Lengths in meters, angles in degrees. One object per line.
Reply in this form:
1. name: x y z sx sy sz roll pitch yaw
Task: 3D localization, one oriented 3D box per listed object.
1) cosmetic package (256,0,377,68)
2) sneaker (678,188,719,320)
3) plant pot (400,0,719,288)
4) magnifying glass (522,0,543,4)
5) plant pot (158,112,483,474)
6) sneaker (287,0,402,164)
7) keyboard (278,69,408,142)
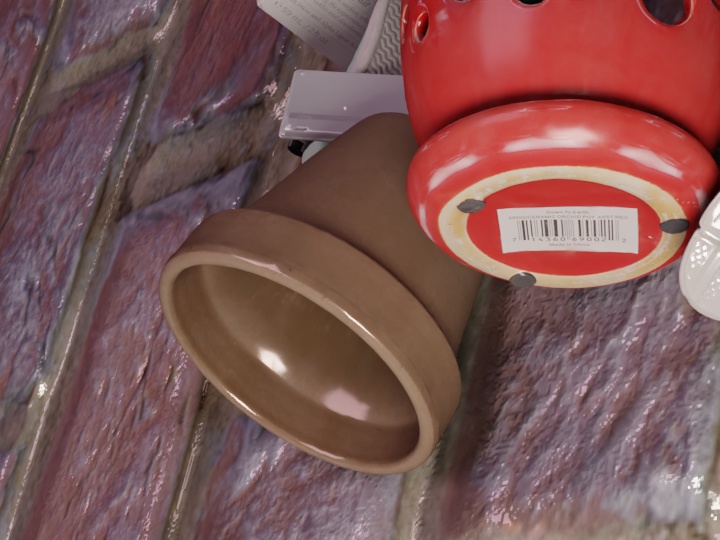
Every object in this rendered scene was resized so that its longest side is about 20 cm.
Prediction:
1. cosmetic package: 0.020 -0.259 1.335 0.200 0.101 0.075 -40 38 27
2. sneaker: 0.242 -0.058 0.930 0.201 0.077 0.082 -51 7 8
3. plant pot: 0.118 -0.104 0.992 0.199 0.199 0.184 -23 51 41
4. magnifying glass: 0.137 -0.188 1.195 0.201 0.022 0.080 -55 33 4
5. plant pot: 0.000 0.000 1.096 0.199 0.201 0.175 -7 39 49
6. sneaker: 0.017 -0.140 1.267 0.201 0.073 0.118 -57 5 -29
7. keyboard: 0.045 -0.105 1.156 0.198 0.011 0.057 5 55 14
